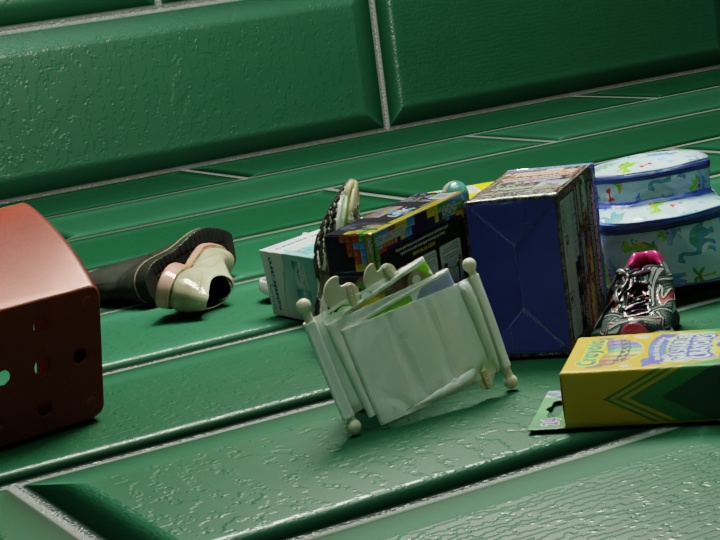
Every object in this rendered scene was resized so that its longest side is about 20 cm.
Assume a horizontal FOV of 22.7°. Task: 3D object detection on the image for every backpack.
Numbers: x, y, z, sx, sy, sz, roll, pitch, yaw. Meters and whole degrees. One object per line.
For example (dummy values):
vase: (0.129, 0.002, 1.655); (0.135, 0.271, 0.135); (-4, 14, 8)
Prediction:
backpack: (0.322, -0.052, 1.981); (0.181, 0.148, 0.200); (-10, 13, -3)

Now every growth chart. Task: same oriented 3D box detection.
growth chart: (0.043, 0.060, 1.597); (0.199, 0.146, 0.018); (-16, 1, -29)

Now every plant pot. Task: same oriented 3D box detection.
plant pot: (-0.353, 0.069, 1.736); (0.199, 0.202, 0.176); (-16, 26, -39)

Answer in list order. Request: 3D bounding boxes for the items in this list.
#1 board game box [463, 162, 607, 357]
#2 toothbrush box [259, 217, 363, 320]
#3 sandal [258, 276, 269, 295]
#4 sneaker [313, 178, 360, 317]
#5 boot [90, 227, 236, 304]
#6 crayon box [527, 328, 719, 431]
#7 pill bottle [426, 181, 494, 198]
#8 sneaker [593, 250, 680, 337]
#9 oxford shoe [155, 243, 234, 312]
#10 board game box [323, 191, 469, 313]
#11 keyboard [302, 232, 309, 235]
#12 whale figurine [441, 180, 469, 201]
board game box: (0.182, -0.013, 1.828); (0.096, 0.161, 0.200); (-4, 10, 18)
toothbrush box: (-0.001, 0.001, 2.068); (0.146, 0.086, 0.199); (-20, 14, -29)
sandal: (-0.026, -0.002, 2.223); (0.201, 0.050, 0.082); (-8, 12, -14)
sneaker: (0.000, 0.000, 1.912); (0.088, 0.202, 0.077); (9, -24, -19)
boot: (-0.270, -0.006, 2.372); (0.137, 0.078, 0.200); (-6, 8, 35)
crayon box: (0.245, 0.091, 1.523); (0.198, 0.052, 0.126); (-5, 10, 15)
pill bottle: (0.130, -0.047, 2.178); (0.199, 0.110, 0.109); (-11, 11, -25)
sneaker: (0.266, 0.035, 1.744); (0.080, 0.075, 0.200); (-5, 11, 12)
oxford shoe: (-0.189, 0.017, 2.241); (0.073, 0.071, 0.200); (17, 19, 12)
board game box: (0.044, 0.025, 1.702); (0.056, 0.167, 0.200); (0, 12, 29)
keyboard: (0.027, -0.021, 2.224); (0.198, 0.011, 0.056); (8, 18, -9)
whale figurine: (0.133, -0.025, 1.948); (0.199, 0.160, 0.103); (-33, 27, -29)
